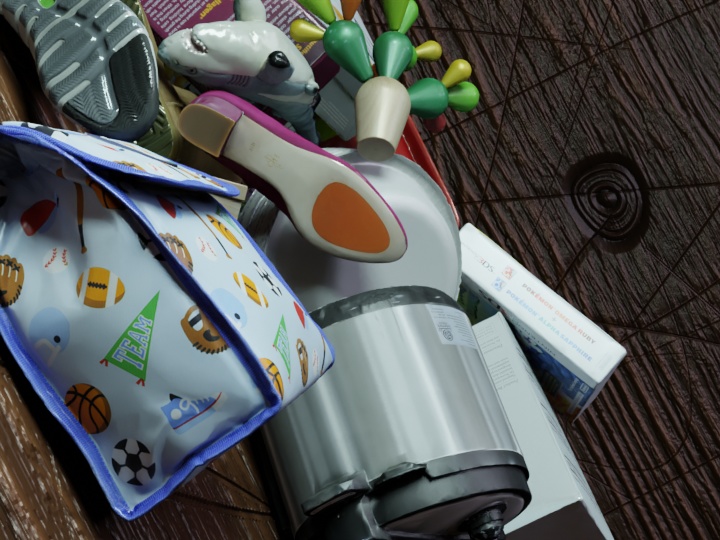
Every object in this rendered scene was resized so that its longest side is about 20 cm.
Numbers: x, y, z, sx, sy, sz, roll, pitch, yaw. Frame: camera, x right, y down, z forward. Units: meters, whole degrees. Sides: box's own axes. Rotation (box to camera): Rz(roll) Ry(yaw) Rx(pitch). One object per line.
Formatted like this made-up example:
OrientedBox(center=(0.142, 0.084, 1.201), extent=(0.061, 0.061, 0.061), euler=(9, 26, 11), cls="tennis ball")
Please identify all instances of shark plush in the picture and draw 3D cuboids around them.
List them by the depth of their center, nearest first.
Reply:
OrientedBox(center=(-0.085, -0.157, 1.011), extent=(0.091, 0.083, 0.200), euler=(61, 10, 17), cls="shark plush")

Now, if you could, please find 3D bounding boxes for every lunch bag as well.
OrientedBox(center=(-0.115, 0.005, 0.664), extent=(0.200, 0.124, 0.170), euler=(53, 8, 3), cls="lunch bag")

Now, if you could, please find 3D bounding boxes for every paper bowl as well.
OrientedBox(center=(0.000, 0.000, 1.024), extent=(0.104, 0.201, 0.201), euler=(10, -43, 56), cls="paper bowl")

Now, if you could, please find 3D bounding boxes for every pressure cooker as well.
OrientedBox(center=(0.023, 0.132, 0.870), extent=(0.179, 0.175, 0.201), euler=(108, -35, -60), cls="pressure cooker")

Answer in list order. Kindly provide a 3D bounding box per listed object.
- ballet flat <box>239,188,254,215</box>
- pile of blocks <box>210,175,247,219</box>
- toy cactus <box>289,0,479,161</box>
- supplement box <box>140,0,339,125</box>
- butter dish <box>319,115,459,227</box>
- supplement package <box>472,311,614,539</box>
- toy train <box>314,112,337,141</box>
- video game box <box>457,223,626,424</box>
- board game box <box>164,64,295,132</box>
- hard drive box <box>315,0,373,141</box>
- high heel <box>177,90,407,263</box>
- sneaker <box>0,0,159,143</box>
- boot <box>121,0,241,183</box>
OrientedBox(center=(-0.032, -0.038, 1.146), extent=(0.200, 0.071, 0.069), euler=(31, 33, 7), cls="ballet flat")
OrientedBox(center=(-0.155, -0.047, 0.845), extent=(0.200, 0.082, 0.062), euler=(12, 94, -68), cls="pile of blocks")
OrientedBox(center=(0.014, -0.163, 1.019), extent=(0.200, 0.102, 0.165), euler=(39, 47, -37), cls="toy cactus")
OrientedBox(center=(-0.125, -0.222, 1.107), extent=(0.200, 0.110, 0.086), euler=(45, -7, 7), cls="supplement box")
OrientedBox(center=(-0.020, -0.082, 1.422), extent=(0.148, 0.199, 0.200), euler=(7, 53, -51), cls="butter dish")
OrientedBox(center=(0.092, 0.186, 1.085), extent=(0.147, 0.191, 0.200), euler=(54, 12, -48), cls="supplement package")
OrientedBox(center=(-0.072, -0.134, 1.349), extent=(0.200, 0.115, 0.085), euler=(65, 13, 21), cls="toy train")
OrientedBox(center=(0.154, 0.055, 1.171), extent=(0.182, 0.047, 0.200), euler=(42, -11, 14), cls="video game box")
OrientedBox(center=(-0.141, -0.207, 1.216), extent=(0.200, 0.105, 0.103), euler=(64, 8, 13), cls="board game box")
OrientedBox(center=(-0.051, -0.256, 1.265), extent=(0.156, 0.077, 0.200), euler=(39, 23, -60), cls="hard drive box")
OrientedBox(center=(-0.046, -0.076, 0.953), extent=(0.200, 0.067, 0.096), euler=(37, 12, -3), cls="high heel")
OrientedBox(center=(-0.175, -0.138, 0.827), extent=(0.200, 0.075, 0.116), euler=(52, -4, 28), cls="sneaker")
OrientedBox(center=(-0.168, -0.148, 1.028), extent=(0.200, 0.066, 0.176), euler=(-2, 77, -80), cls="boot")
